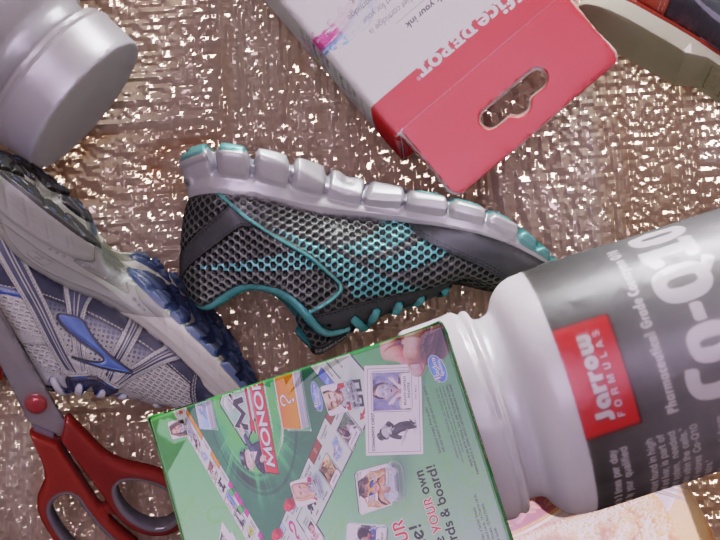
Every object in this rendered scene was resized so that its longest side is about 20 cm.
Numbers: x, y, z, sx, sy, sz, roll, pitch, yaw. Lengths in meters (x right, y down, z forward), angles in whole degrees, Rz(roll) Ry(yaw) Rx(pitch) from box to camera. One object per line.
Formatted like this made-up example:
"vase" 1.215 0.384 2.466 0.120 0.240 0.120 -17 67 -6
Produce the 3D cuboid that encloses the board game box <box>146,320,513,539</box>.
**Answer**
"board game box" 0.002 0.137 0.896 0.134 0.029 0.201 -18 79 4

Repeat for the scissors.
"scissors" -0.158 0.076 1.043 0.073 0.014 0.200 -31 120 16

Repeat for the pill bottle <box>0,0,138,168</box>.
"pill bottle" -0.212 -0.146 1.083 0.200 0.111 0.111 40 86 7

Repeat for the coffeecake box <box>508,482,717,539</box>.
"coffeecake box" 0.093 0.146 1.052 0.153 0.073 0.201 -27 83 -2

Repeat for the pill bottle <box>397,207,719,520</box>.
"pill bottle" 0.125 0.043 0.970 0.199 0.114 0.115 -18 82 -2

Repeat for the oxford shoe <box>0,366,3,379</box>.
"oxford shoe" -0.245 0.052 1.082 0.200 0.072 0.071 -44 127 -20

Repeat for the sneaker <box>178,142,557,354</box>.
"sneaker" 0.000 0.000 1.070 0.199 0.078 0.092 13 87 -3

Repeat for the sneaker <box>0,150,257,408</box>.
"sneaker" -0.133 0.029 1.066 0.200 0.077 0.085 41 100 -16

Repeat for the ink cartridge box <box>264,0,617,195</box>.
"ink cartridge box" 0.025 -0.141 1.093 0.116 0.067 0.200 -39 83 -3

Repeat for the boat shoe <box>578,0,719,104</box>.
"boat shoe" 0.207 -0.106 1.082 0.199 0.071 0.063 32 76 4
